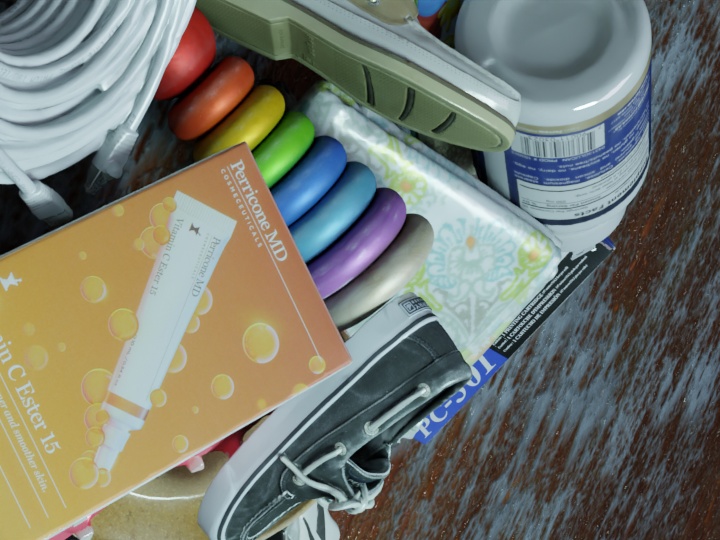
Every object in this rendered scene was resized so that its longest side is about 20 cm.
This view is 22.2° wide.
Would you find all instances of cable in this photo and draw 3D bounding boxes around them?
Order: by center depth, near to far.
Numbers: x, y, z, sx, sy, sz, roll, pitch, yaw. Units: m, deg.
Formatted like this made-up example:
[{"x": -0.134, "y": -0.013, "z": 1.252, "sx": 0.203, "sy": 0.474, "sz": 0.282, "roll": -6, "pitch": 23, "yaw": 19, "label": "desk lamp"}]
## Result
[{"x": -0.150, "y": -0.139, "z": 0.828, "sx": 0.201, "sy": 0.069, "sz": 0.200, "roll": -60, "pitch": 149, "yaw": -3, "label": "cable"}]

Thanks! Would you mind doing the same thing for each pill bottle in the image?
[{"x": 0.118, "y": -0.091, "z": 1.098, "sx": 0.111, "sy": 0.111, "sz": 0.200, "roll": -56, "pitch": 159, "yaw": -18, "label": "pill bottle"}]

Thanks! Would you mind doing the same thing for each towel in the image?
[{"x": 0.000, "y": 0.000, "z": 1.084, "sx": 0.199, "sy": 0.048, "sz": 0.171, "roll": 31, "pitch": 110, "yaw": -27, "label": "towel"}]

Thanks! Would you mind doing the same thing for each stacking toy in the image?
[{"x": -0.052, "y": -0.065, "z": 0.974, "sx": 0.200, "sy": 0.085, "sz": 0.085, "roll": 49, "pitch": 60, "yaw": -13, "label": "stacking toy"}]

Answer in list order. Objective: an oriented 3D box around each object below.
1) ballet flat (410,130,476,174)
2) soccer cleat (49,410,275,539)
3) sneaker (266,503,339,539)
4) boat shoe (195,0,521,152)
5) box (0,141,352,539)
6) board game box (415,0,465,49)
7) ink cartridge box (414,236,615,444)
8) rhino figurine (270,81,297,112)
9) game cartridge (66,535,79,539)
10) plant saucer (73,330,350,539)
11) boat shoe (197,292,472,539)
[{"x": 0.077, "y": -0.098, "z": 1.223, "sx": 0.200, "sy": 0.062, "sz": 0.068, "roll": -43, "pitch": 128, "yaw": -76, "label": "ballet flat"}, {"x": -0.122, "y": 0.083, "z": 0.994, "sx": 0.199, "sy": 0.077, "sz": 0.067, "roll": -32, "pitch": 160, "yaw": -15, "label": "soccer cleat"}, {"x": -0.050, "y": 0.214, "z": 1.296, "sx": 0.088, "sy": 0.074, "sz": 0.201, "roll": -28, "pitch": 135, "yaw": -47, "label": "sneaker"}, {"x": 0.002, "y": -0.133, "z": 0.981, "sx": 0.069, "sy": 0.199, "sz": 0.075, "roll": -62, "pitch": 180, "yaw": -16, "label": "boat shoe"}, {"x": -0.126, "y": 0.040, "z": 0.888, "sx": 0.199, "sy": 0.097, "sz": 0.125, "roll": -29, "pitch": 95, "yaw": -29, "label": "box"}, {"x": 0.022, "y": -0.219, "z": 1.044, "sx": 0.105, "sy": 0.103, "sz": 0.201, "roll": -39, "pitch": 143, "yaw": -41, "label": "board game box"}, {"x": 0.072, "y": 0.024, "z": 1.271, "sx": 0.094, "sy": 0.044, "sz": 0.200, "roll": 30, "pitch": 112, "yaw": -33, "label": "ink cartridge box"}, {"x": -0.012, "y": -0.044, "z": 1.123, "sx": 0.200, "sy": 0.060, "sz": 0.088, "roll": 44, "pitch": 56, "yaw": -32, "label": "rhino figurine"}, {"x": -0.169, "y": 0.221, "z": 1.134, "sx": 0.200, "sy": 0.041, "sz": 0.134, "roll": 5, "pitch": 111, "yaw": -61, "label": "game cartridge"}, {"x": -0.097, "y": 0.077, "z": 1.054, "sx": 0.199, "sy": 0.035, "sz": 0.201, "roll": -8, "pitch": 122, "yaw": -13, "label": "plant saucer"}, {"x": -0.013, "y": 0.100, "z": 1.006, "sx": 0.199, "sy": 0.068, "sz": 0.073, "roll": -46, "pitch": 163, "yaw": 23, "label": "boat shoe"}]
